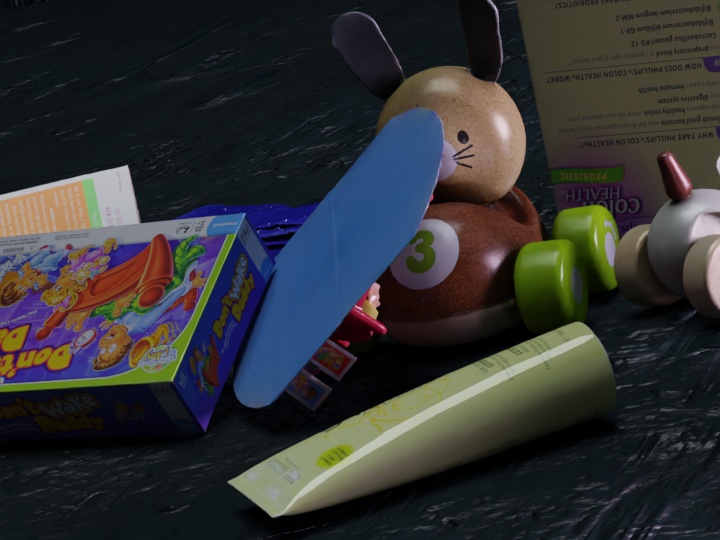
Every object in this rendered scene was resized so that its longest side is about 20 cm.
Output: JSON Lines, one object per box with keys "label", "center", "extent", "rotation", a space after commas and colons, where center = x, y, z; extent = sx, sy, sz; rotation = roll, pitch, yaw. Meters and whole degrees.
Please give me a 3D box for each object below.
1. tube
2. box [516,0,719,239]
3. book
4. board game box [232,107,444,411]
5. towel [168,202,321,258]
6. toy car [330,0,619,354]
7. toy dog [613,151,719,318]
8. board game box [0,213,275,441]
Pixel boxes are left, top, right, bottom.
{"label": "tube", "center": [0.034, 0.082, 1.426], "extent": [0.199, 0.052, 0.058], "rotation": [-20, -26, -15]}
{"label": "box", "center": [0.210, -0.128, 1.822], "extent": [0.175, 0.201, 0.097], "rotation": [-3, 15, 36]}
{"label": "book", "center": [-0.234, 0.017, 1.805], "extent": [0.199, 0.048, 0.134], "rotation": [-12, 55, -3]}
{"label": "board game box", "center": [0.000, 0.000, 1.608], "extent": [0.200, 0.039, 0.158], "rotation": [-49, 20, 20]}
{"label": "towel", "center": [-0.063, -0.023, 1.962], "extent": [0.199, 0.050, 0.147], "rotation": [-2, 17, 38]}
{"label": "toy car", "center": [0.051, -0.064, 1.689], "extent": [0.163, 0.201, 0.158], "rotation": [-7, 13, 22]}
{"label": "toy dog", "center": [0.233, -0.041, 1.656], "extent": [0.131, 0.097, 0.200], "rotation": [-2, 16, 35]}
{"label": "board game box", "center": [-0.164, 0.036, 1.670], "extent": [0.199, 0.045, 0.135], "rotation": [-5, 44, 29]}
